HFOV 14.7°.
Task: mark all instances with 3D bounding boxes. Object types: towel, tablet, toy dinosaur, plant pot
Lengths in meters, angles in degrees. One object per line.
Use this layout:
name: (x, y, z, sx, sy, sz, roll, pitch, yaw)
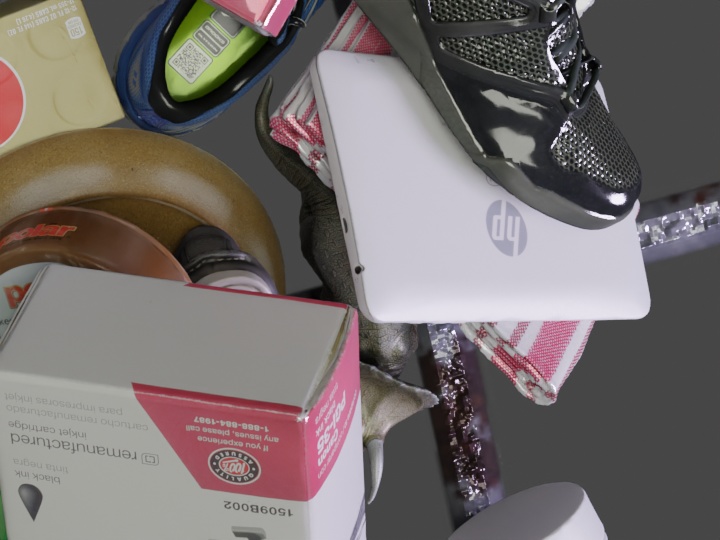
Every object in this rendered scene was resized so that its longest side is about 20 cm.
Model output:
towel: (0.052, -0.049, 1.359, 0.200, 0.030, 0.147, 47, 47, -19)
tablet: (0.061, -0.039, 1.333, 0.199, 0.014, 0.131, 0, 73, -44)
toy dinosaur: (0.000, 0.000, 1.359, 0.077, 0.102, 0.201, -11, 109, -9)
plant pot: (-0.127, 0.028, 1.349, 0.199, 0.028, 0.201, -9, 119, -16)

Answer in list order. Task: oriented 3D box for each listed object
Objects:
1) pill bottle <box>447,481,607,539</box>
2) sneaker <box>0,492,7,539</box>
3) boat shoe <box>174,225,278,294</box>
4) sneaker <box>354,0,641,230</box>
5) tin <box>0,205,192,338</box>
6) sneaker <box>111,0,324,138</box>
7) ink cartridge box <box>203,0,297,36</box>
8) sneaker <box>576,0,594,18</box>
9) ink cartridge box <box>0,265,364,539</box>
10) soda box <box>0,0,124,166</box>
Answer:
pill bottle: (0.118, 0.214, 1.421, 0.111, 0.111, 0.201, -27, 104, -5)
sneaker: (-0.196, 0.078, 1.279, 0.083, 0.074, 0.201, -15, 108, -24)
boat shoe: (-0.058, 0.068, 1.355, 0.066, 0.057, 0.201, -11, 126, -9)
sneaker: (0.085, -0.111, 1.295, 0.114, 0.076, 0.200, -29, 106, 36)
tin: (-0.115, 0.062, 1.299, 0.111, 0.042, 0.201, -10, 121, 19)
sneaker: (-0.039, -0.143, 1.335, 0.078, 0.089, 0.200, 36, 90, -15)
ink cartridge box: (-0.051, -0.222, 1.190, 0.146, 0.083, 0.201, 30, 92, 1)
sneaker: (0.108, -0.199, 1.369, 0.082, 0.074, 0.201, 34, 84, -8)
ink cartridge box: (-0.076, 0.108, 1.234, 0.146, 0.083, 0.201, 7, 127, 13)
soda box: (-0.218, -0.071, 1.326, 0.199, 0.064, 0.068, -22, 104, -7)
